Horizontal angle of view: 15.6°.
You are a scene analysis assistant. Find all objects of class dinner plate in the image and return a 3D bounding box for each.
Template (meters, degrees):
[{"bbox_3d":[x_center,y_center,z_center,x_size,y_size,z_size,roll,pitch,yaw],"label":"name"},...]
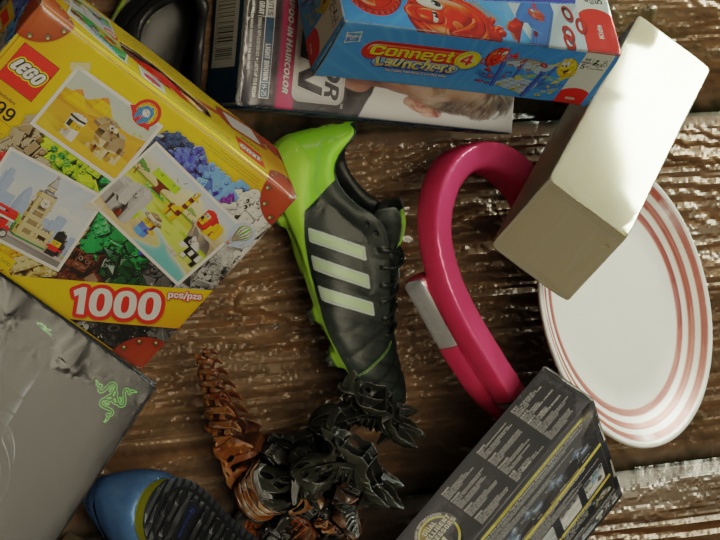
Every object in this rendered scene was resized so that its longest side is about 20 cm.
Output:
[{"bbox_3d":[0.176,0.023,1.799,0.200,0.024,0.201,14,71,-46],"label":"dinner plate"}]

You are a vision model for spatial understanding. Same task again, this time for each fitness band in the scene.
[{"bbox_3d":[0.100,0.009,1.759,0.144,0.037,0.200,-49,117,-39],"label":"fitness band"}]

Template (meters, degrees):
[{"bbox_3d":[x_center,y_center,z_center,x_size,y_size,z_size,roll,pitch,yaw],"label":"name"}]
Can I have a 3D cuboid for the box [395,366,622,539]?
[{"bbox_3d":[0.088,0.181,1.737,0.200,0.049,0.161,-49,154,-13],"label":"box"}]

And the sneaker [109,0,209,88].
[{"bbox_3d":[-0.144,-0.098,1.646,0.071,0.083,0.201,17,86,-24],"label":"sneaker"}]

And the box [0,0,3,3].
[{"bbox_3d":[-0.323,-0.181,1.581,0.160,0.044,0.200,-39,107,-17],"label":"box"}]

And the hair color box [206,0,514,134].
[{"bbox_3d":[0.004,-0.147,1.724,0.199,0.060,0.101,4,91,-25],"label":"hair color box"}]

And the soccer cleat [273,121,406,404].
[{"bbox_3d":[0.000,0.000,1.718,0.081,0.068,0.201,-20,102,9],"label":"soccer cleat"}]

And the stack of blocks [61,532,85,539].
[{"bbox_3d":[-0.116,0.257,1.660,0.200,0.115,0.059,45,75,-21],"label":"stack of blocks"}]

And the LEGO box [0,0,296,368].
[{"bbox_3d":[-0.164,-0.061,1.579,0.200,0.077,0.149,36,104,-25],"label":"LEGO box"}]

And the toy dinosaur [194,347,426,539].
[{"bbox_3d":[-0.039,0.135,1.693,0.200,0.135,0.102,40,34,-38],"label":"toy dinosaur"}]

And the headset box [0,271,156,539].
[{"bbox_3d":[-0.248,0.091,1.603,0.174,0.093,0.200,38,77,-22],"label":"headset box"}]

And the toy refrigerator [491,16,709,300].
[{"bbox_3d":[0.163,-0.074,1.732,0.070,0.076,0.200,35,43,-4],"label":"toy refrigerator"}]

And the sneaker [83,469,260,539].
[{"bbox_3d":[-0.106,0.193,1.699,0.200,0.078,0.066,50,57,-37],"label":"sneaker"}]

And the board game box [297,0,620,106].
[{"bbox_3d":[0.052,-0.211,1.689,0.195,0.056,0.201,4,56,-25],"label":"board game box"}]
